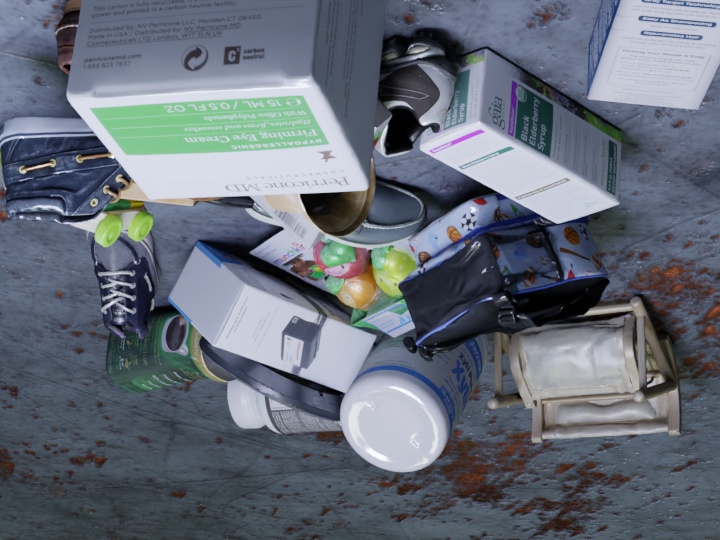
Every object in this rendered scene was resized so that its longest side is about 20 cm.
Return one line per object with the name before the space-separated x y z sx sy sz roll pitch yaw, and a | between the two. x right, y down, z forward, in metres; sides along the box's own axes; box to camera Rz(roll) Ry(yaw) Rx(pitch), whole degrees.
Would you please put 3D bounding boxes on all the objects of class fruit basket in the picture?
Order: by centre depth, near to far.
fruit basket | 0.000 0.000 1.728 0.200 0.094 0.185 23 151 -27

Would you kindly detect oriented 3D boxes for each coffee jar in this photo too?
coffee jar | -0.227 0.097 1.977 0.200 0.105 0.085 -9 153 30

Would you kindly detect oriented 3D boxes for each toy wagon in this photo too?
toy wagon | -0.287 -0.082 1.581 0.155 0.040 0.200 31 -165 14

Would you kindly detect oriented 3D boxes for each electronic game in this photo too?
electronic game | -0.101 0.125 1.830 0.200 0.042 0.200 26 -174 -3

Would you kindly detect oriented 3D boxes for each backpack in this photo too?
backpack | 0.153 0.000 1.599 0.190 0.155 0.200 -4 168 -32

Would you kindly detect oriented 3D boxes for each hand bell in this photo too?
hand bell | -0.096 -0.078 1.346 0.200 0.104 0.104 -1 158 39

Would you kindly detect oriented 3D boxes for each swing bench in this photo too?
swing bench | 0.283 0.131 1.927 0.198 0.130 0.200 -6 159 23

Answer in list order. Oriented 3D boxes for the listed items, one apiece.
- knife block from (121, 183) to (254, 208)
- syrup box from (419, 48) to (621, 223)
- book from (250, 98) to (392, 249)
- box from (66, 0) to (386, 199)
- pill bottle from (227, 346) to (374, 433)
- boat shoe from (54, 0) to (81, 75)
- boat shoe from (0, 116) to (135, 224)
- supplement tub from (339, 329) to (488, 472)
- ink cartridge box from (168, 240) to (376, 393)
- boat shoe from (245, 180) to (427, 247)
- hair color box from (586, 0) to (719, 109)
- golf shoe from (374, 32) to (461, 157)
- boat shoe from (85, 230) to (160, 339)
knife block | -0.193 -0.099 1.491 0.175 0.064 0.200 10 -173 20
syrup box | 0.152 -0.122 1.434 0.200 0.079 0.081 25 150 -38
book | -0.059 -0.119 1.397 0.134 0.048 0.200 43 144 7
box | -0.097 -0.181 1.202 0.198 0.201 0.171 -2 156 15
pill bottle | -0.071 0.161 2.074 0.199 0.117 0.116 -5 154 22
boat shoe | -0.221 -0.170 1.417 0.070 0.071 0.200 -8 155 23
boat shoe | -0.227 -0.090 1.399 0.200 0.091 0.071 -2 169 -11
supplement tub | 0.066 0.133 1.813 0.132 0.200 0.132 10 122 17
ink cartridge box | -0.103 0.056 1.805 0.200 0.084 0.145 23 -173 -35
boat shoe | -0.020 -0.073 1.587 0.199 0.073 0.062 8 152 -14
hair color box | 0.249 -0.208 1.241 0.100 0.061 0.200 5 157 0
golf shoe | 0.003 -0.144 1.398 0.078 0.095 0.200 21 154 -38
boat shoe | -0.279 0.011 1.807 0.074 0.093 0.200 1 156 9
